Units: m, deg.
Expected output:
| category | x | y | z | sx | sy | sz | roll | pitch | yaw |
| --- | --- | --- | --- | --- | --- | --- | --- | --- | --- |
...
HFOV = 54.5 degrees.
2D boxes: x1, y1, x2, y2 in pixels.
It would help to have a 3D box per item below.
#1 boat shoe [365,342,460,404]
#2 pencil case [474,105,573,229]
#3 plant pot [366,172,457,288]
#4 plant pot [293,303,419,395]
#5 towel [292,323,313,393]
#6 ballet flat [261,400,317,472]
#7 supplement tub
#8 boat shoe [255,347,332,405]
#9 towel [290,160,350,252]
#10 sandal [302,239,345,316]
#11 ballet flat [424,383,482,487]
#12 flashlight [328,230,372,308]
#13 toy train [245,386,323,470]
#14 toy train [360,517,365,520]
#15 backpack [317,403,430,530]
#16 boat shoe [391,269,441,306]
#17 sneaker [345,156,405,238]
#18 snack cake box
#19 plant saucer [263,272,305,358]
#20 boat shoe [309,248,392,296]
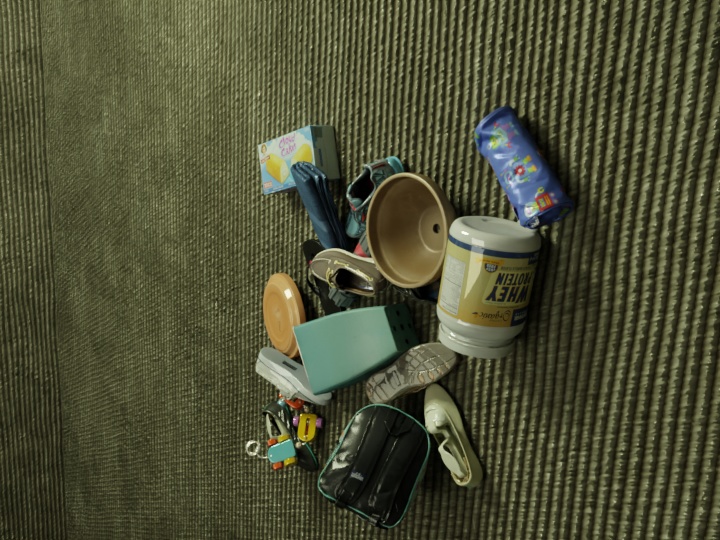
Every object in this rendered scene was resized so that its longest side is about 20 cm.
| category | x | y | z | sx | sy | sz | roll | pitch | yaw |
| --- | --- | --- | --- | --- | --- | --- | --- | --- | --- |
| boat shoe | 0.102 | 0.191 | 1.315 | 0.200 | 0.072 | 0.076 | -28 | 70 | 27 |
| pencil case | 0.246 | -0.154 | 1.081 | 0.087 | 0.078 | 0.200 | -33 | 69 | 23 |
| plant pot | 0.109 | -0.073 | 1.244 | 0.200 | 0.092 | 0.202 | 11 | 104 | 48 |
| plant pot | 0.004 | 0.141 | 1.368 | 0.200 | 0.141 | 0.142 | -24 | 78 | 31 |
| towel | -0.092 | 0.190 | 1.487 | 0.030 | 0.200 | 0.147 | -19 | 79 | 4 |
| ballet flat | -0.178 | 0.405 | 1.677 | 0.200 | 0.068 | 0.068 | 55 | 143 | 28 |
| supplement tub | 0.200 | 0.025 | 1.117 | 0.144 | 0.144 | 0.201 | 25 | 115 | 44 |
| boat shoe | -0.160 | 0.264 | 1.593 | 0.202 | 0.075 | 0.086 | 30 | 115 | 15 |
| towel | -0.078 | -0.124 | 1.422 | 0.112 | 0.048 | 0.200 | 45 | 161 | 53 |
| sandal | -0.086 | 0.022 | 1.522 | 0.075 | 0.045 | 0.201 | -32 | 72 | 47 |
| ballet flat | 0.158 | 0.300 | 1.273 | 0.069 | 0.069 | 0.200 | -47 | 62 | 42 |
| flashlight | 0.000 | 0.000 | 1.409 | 0.068 | 0.068 | 0.200 | -86 | 20 | -46 |
| toy train | -0.168 | 0.365 | 1.629 | 0.150 | 0.056 | 0.200 | 27 | 73 | 22 |
| toy train | 0.025 | 0.437 | 1.444 | 0.114 | 0.085 | 0.200 | 46 | 129 | 21 |
| backpack | 0.037 | 0.353 | 1.302 | 0.175 | 0.153 | 0.201 | 23 | 83 | 13 |
| boat shoe | 0.116 | 0.026 | 1.281 | 0.200 | 0.056 | 0.069 | 14 | 107 | 47 |
| sneaker | 0.003 | -0.141 | 1.351 | 0.079 | 0.095 | 0.200 | 55 | 135 | 28 |
| snack cake box | -0.137 | -0.238 | 1.519 | 0.200 | 0.067 | 0.115 | -7 | 92 | 49 |
| plant saucer | -0.183 | 0.107 | 1.631 | 0.200 | 0.032 | 0.201 | 26 | 120 | 56 |
| boat shoe | -0.029 | 0.007 | 1.350 | 0.200 | 0.059 | 0.072 | 13 | 127 | 38 |
